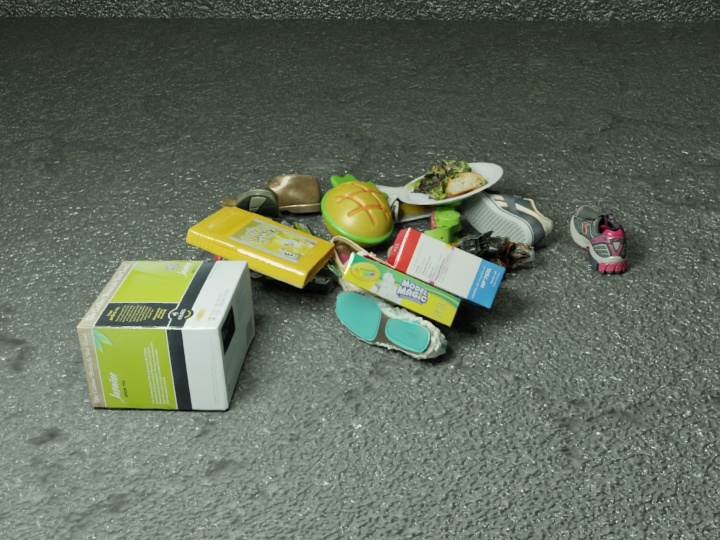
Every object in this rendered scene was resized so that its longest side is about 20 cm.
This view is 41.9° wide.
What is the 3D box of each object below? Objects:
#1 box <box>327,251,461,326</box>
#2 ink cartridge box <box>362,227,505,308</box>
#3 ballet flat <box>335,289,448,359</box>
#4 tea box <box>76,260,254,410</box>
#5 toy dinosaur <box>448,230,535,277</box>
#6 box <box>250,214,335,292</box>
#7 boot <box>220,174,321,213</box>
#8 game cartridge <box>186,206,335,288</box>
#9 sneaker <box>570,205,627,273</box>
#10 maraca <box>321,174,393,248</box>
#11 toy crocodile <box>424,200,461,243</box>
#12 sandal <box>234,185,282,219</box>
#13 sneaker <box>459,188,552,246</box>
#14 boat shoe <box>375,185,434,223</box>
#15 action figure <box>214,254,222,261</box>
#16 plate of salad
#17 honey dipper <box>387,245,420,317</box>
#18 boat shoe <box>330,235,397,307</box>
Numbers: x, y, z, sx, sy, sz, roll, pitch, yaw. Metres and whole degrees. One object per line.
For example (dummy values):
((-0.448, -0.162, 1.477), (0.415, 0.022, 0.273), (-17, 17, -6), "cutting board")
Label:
((0.049, 0.023, 1.401), (0.198, 0.049, 0.117), (22, -1, 3), "box")
((0.109, -0.011, 1.437), (0.199, 0.068, 0.116), (23, -2, -5), "ink cartridge box")
((0.048, 0.085, 1.399), (0.071, 0.072, 0.199), (-26, 37, -38), "ballet flat")
((-0.266, 0.086, 1.331), (0.195, 0.135, 0.200), (1, 27, 6), "tea box")
((0.193, -0.018, 1.575), (0.198, 0.103, 0.136), (-20, 11, 6), "toy dinosaur")
((-0.143, -0.036, 1.602), (0.159, 0.045, 0.200), (11, 22, -24), "box")
((-0.176, -0.148, 1.834), (0.198, 0.076, 0.074), (-5, 11, -6), "boot")
((-0.154, -0.044, 1.502), (0.198, 0.033, 0.176), (22, 21, 6), "game cartridge")
((0.422, -0.070, 1.640), (0.080, 0.075, 0.200), (-4, 26, -4), "sneaker")
((-0.004, -0.112, 1.688), (0.136, 0.107, 0.201), (20, 34, -12), "maraca")
((0.152, -0.089, 1.710), (0.061, 0.068, 0.200), (1, 27, 8), "toy crocodile")
((-0.183, -0.122, 1.717), (0.079, 0.058, 0.201), (3, -7, 0), "sandal")
((0.264, -0.100, 1.713), (0.079, 0.079, 0.200), (-21, 40, -27), "sneaker")
((0.051, -0.119, 1.783), (0.198, 0.072, 0.070), (-3, 23, -15), "boat shoe")
((-0.222, 0.013, 1.512), (0.065, 0.099, 0.200), (42, 29, -12), "action figure")
((0.163, -0.170, 1.736), (0.198, 0.048, 0.200), (-15, 22, 6), "plate of salad")
((0.075, 0.017, 1.543), (0.038, 0.038, 0.200), (-5, 28, -5), "honey dipper")
((0.000, 0.000, 1.546), (0.073, 0.070, 0.200), (-18, 31, -28), "boat shoe")
